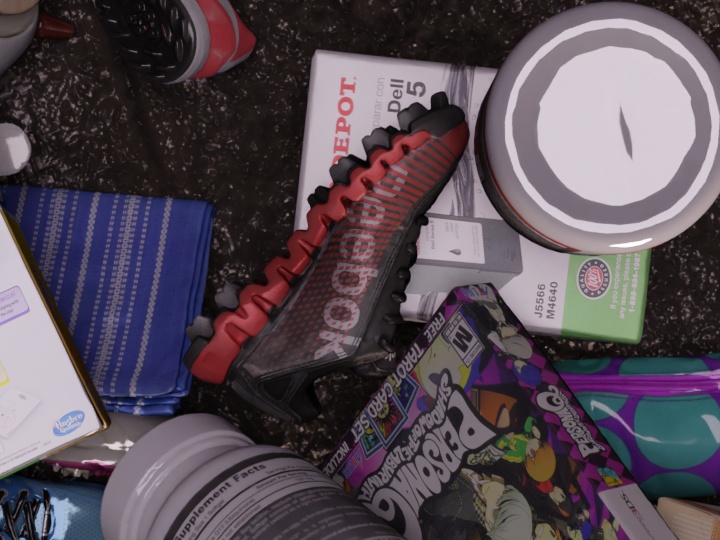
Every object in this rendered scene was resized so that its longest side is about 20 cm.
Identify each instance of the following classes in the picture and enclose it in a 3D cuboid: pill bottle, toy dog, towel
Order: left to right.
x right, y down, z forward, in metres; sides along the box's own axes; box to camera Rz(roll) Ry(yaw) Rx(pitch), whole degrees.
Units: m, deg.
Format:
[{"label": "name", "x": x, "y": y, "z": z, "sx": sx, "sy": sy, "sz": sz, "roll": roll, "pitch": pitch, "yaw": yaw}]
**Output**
[{"label": "toy dog", "x": -0.224, "y": -0.098, "z": 1.154, "sx": 0.096, "sy": 0.132, "sz": 0.200, "roll": 26, "pitch": 96, "yaw": -36}, {"label": "towel", "x": -0.187, "y": 0.009, "z": 1.150, "sx": 0.200, "sy": 0.024, "sz": 0.145, "roll": 5, "pitch": 56, "yaw": 1}, {"label": "pill bottle", "x": -0.041, "y": 0.162, "z": 1.052, "sx": 0.200, "sy": 0.116, "sz": 0.116, "roll": 34, "pitch": 90, "yaw": 41}, {"label": "pill bottle", "x": 0.114, "y": -0.065, "z": 1.004, "sx": 0.116, "sy": 0.200, "sz": 0.116, "roll": 0, "pitch": 90, "yaw": 0}]

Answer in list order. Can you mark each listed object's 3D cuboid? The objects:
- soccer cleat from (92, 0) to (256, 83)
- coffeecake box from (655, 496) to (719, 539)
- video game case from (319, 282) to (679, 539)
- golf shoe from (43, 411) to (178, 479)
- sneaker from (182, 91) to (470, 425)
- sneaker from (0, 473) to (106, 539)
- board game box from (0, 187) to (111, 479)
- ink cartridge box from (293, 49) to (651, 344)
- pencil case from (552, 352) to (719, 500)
[{"label": "soccer cleat", "x": -0.137, "y": -0.189, "z": 1.172, "sx": 0.068, "sy": 0.073, "sz": 0.200, "roll": -48, "pitch": 70, "yaw": 30}, {"label": "coffeecake box", "x": 0.211, "y": 0.211, "z": 1.083, "sx": 0.073, "sy": 0.200, "sz": 0.154, "roll": 17, "pitch": 90, "yaw": 36}, {"label": "video game case", "x": 0.057, "y": 0.139, "z": 1.069, "sx": 0.181, "sy": 0.036, "sz": 0.200, "roll": 56, "pitch": 129, "yaw": 27}, {"label": "golf shoe", "x": -0.171, "y": 0.072, "z": 1.160, "sx": 0.200, "sy": 0.075, "sz": 0.092, "roll": 9, "pitch": 86, "yaw": 0}, {"label": "sneaker", "x": 0.000, "y": 0.000, "z": 1.073, "sx": 0.098, "sy": 0.071, "sz": 0.200, "roll": 41, "pitch": 95, "yaw": 1}, {"label": "sneaker", "x": -0.220, "y": 0.147, "z": 1.139, "sx": 0.200, "sy": 0.090, "sz": 0.078, "roll": 1, "pitch": 70, "yaw": 4}, {"label": "board game box", "x": -0.243, "y": 0.025, "z": 1.076, "sx": 0.153, "sy": 0.040, "sz": 0.200, "roll": -24, "pitch": 93, "yaw": -3}, {"label": "ink cartridge box", "x": 0.064, "y": -0.040, "z": 1.147, "sx": 0.200, "sy": 0.084, "sz": 0.146, "roll": 6, "pitch": 90, "yaw": 1}, {"label": "pencil case", "x": 0.156, "y": 0.084, "z": 1.136, "sx": 0.200, "sy": 0.092, "sz": 0.085, "roll": -3, "pitch": 47, "yaw": -4}]
